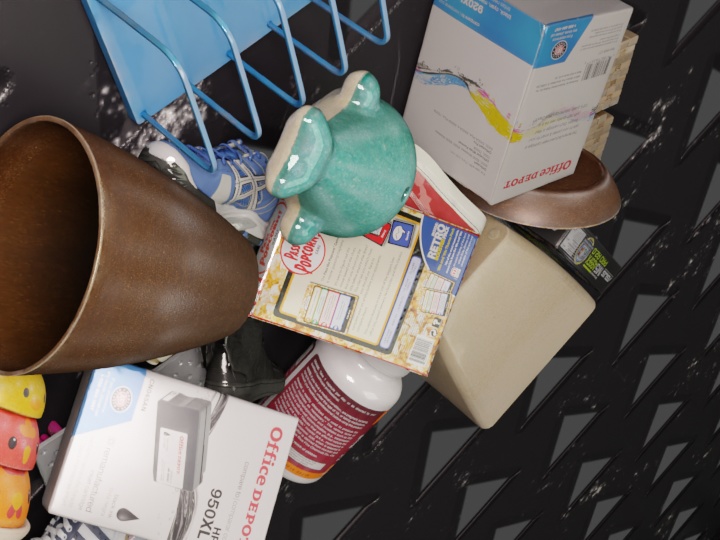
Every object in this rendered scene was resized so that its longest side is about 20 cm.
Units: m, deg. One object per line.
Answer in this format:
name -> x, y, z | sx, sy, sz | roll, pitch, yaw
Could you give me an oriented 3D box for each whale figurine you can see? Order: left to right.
whale figurine -> -0.013, -0.087, 0.996 | 0.160, 0.103, 0.200 | -64, 168, 7

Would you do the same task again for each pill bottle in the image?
pill bottle -> -0.027, 0.135, 1.310 | 0.200, 0.113, 0.112 | -47, 152, 25

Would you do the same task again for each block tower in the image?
block tower -> 0.276, -0.201, 1.441 | 0.054, 0.058, 0.201 | -26, 139, -36

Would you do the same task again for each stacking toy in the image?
stacking toy -> -0.311, 0.112, 0.980 | 0.146, 0.145, 0.202 | 30, 81, -58

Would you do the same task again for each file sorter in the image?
file sorter -> -0.090, -0.195, 0.924 | 0.200, 0.122, 0.139 | -39, 146, -18

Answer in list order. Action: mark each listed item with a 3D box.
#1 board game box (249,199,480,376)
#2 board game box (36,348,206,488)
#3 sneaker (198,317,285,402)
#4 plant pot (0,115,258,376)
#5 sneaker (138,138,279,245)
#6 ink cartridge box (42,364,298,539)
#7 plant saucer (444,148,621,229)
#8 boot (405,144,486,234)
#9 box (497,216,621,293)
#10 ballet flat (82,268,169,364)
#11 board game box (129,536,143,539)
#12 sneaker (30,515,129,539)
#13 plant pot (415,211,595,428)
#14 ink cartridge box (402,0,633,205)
board game box -> 0.000, 0.000, 1.145 | 0.198, 0.046, 0.153 | 21, 91, -22
board game box -> -0.234, 0.181, 1.216 | 0.199, 0.026, 0.201 | -34, 145, -26
sneaker -> -0.120, 0.079, 1.214 | 0.200, 0.059, 0.105 | -14, 109, -75
plant pot -> -0.180, -0.005, 0.920 | 0.199, 0.187, 0.188 | 12, 113, -49
sneaker -> -0.129, -0.085, 1.043 | 0.078, 0.075, 0.200 | -59, 159, 1
ink cartridge box -> -0.174, 0.175, 1.090 | 0.198, 0.084, 0.146 | 19, 80, -17
plant saucer -> 0.194, -0.108, 1.308 | 0.199, 0.200, 0.035 | -20, 131, -40
boot -> 0.031, -0.045, 1.203 | 0.200, 0.072, 0.145 | 40, 73, -30
box -> 0.220, -0.056, 1.430 | 0.044, 0.160, 0.200 | -53, 149, 2
ballet flat -> -0.203, 0.044, 1.072 | 0.069, 0.071, 0.200 | -43, 149, -1
board game box -> -0.285, 0.350, 1.276 | 0.200, 0.041, 0.200 | -40, 155, -14
sneaker -> -0.282, 0.247, 1.132 | 0.108, 0.070, 0.202 | 11, 97, -28
plant pot -> 0.116, 0.021, 1.358 | 0.200, 0.200, 0.177 | -47, 139, -6
ink cartridge box -> 0.154, -0.199, 1.210 | 0.146, 0.144, 0.201 | -20, 137, -41
